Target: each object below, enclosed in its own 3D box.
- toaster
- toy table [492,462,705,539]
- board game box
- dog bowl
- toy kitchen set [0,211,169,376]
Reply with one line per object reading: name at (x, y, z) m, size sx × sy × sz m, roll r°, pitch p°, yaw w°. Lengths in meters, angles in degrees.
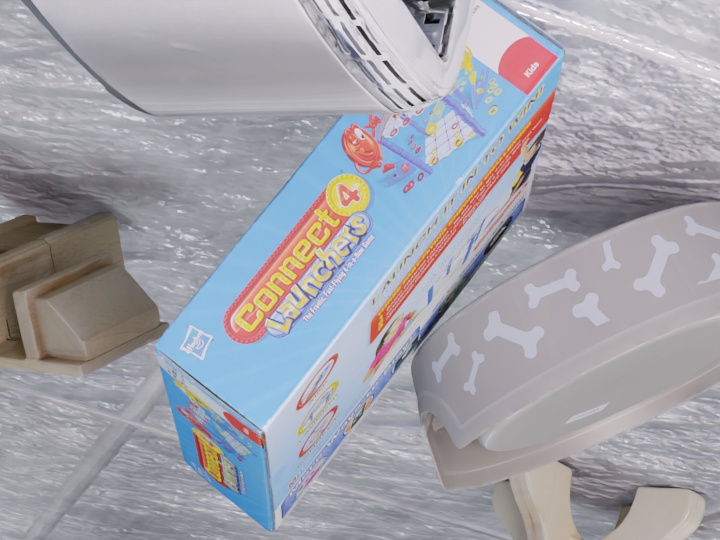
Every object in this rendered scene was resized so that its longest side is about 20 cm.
toaster at (-0.038, -0.119, 0.800) m, size 0.128 × 0.115 × 0.200 m, roll 5°, pitch 159°, yaw 23°
toy table at (0.159, 0.212, 1.665) m, size 0.183 × 0.118 × 0.200 m, roll 3°, pitch 159°, yaw 34°
board game box at (0.000, 0.000, 0.989) m, size 0.056 × 0.200 × 0.196 m, roll 36°, pitch 165°, yaw 10°
dog bowl at (0.113, 0.034, 1.089) m, size 0.199 × 0.059 × 0.200 m, roll -22°, pitch 165°, yaw -6°
toy kitchen set at (-0.205, -0.041, 1.257) m, size 0.162 × 0.182 × 0.199 m, roll 5°, pitch -160°, yaw 38°
